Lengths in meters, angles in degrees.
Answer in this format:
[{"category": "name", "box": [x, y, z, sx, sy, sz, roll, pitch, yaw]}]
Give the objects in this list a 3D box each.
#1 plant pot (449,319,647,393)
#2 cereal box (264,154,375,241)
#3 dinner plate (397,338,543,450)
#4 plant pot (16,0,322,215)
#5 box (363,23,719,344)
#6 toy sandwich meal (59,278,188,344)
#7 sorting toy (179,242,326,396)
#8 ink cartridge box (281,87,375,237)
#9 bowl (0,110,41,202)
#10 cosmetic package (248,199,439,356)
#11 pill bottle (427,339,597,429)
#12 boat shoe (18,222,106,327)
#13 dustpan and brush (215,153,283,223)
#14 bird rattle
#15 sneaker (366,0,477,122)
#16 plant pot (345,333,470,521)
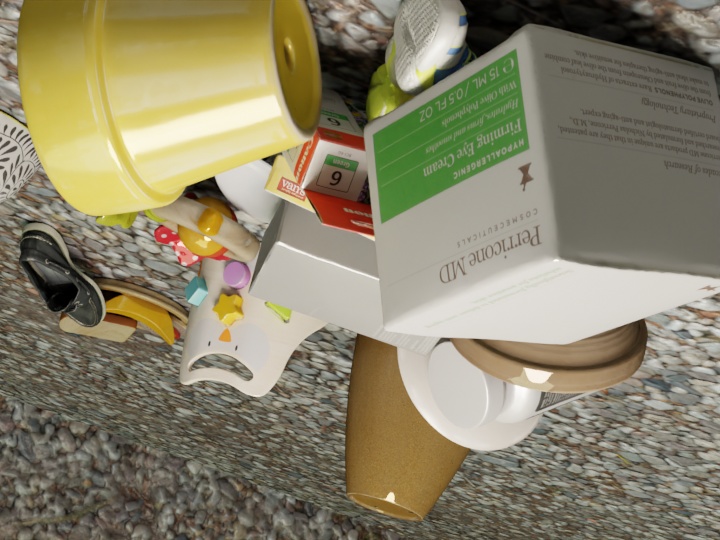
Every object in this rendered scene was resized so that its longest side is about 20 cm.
[{"category": "plant pot", "box": [0.190, 0.030, 1.379, 0.200, 0.201, 0.093, 12, 121, 13]}, {"category": "cereal box", "box": [0.005, -0.065, 1.255, 0.143, 0.040, 0.200, 24, -169, 8]}, {"category": "dinner plate", "box": [0.132, 0.098, 1.529, 0.200, 0.201, 0.024, 24, 150, -22]}, {"category": "plant pot", "box": [-0.136, -0.153, 1.081, 0.188, 0.202, 0.201, -6, 155, 14]}, {"category": "box", "box": [0.139, -0.052, 1.022, 0.199, 0.172, 0.199, 5, 162, -36]}, {"category": "toy sandwich meal", "box": [-0.347, 0.073, 2.049, 0.204, 0.070, 0.205, 15, 161, 5]}, {"category": "sorting toy", "box": [-0.144, 0.062, 1.680, 0.199, 0.181, 0.107, 6, 159, 25]}, {"category": "ink cartridge box", "box": [0.000, -0.089, 1.137, 0.109, 0.050, 0.200, 13, -157, -22]}, {"category": "bowl", "box": [-0.462, -0.122, 1.559, 0.200, 0.095, 0.201, 14, 161, 5]}, {"category": "cosmetic package", "box": [0.000, 0.000, 1.370, 0.199, 0.090, 0.107, 23, 144, -11]}, {"category": "pill bottle", "box": [0.178, 0.095, 1.472, 0.200, 0.116, 0.116, -15, -179, -35]}, {"category": "boat shoe", "box": [-0.409, 0.024, 1.889, 0.074, 0.066, 0.200, -2, 138, 13]}, {"category": "dustpan and brush", "box": [-0.105, -0.086, 1.446, 0.139, 0.057, 0.200, 31, 152, -12]}, {"category": "bird rattle", "box": [-0.180, -0.045, 1.473, 0.163, 0.113, 0.200, 24, 164, 33]}, {"category": "sneaker", "box": [0.073, -0.158, 1.073, 0.105, 0.076, 0.200, 4, 168, -12]}, {"category": "plant pot", "box": [0.058, 0.181, 1.607, 0.186, 0.201, 0.186, 16, 162, 5]}]
